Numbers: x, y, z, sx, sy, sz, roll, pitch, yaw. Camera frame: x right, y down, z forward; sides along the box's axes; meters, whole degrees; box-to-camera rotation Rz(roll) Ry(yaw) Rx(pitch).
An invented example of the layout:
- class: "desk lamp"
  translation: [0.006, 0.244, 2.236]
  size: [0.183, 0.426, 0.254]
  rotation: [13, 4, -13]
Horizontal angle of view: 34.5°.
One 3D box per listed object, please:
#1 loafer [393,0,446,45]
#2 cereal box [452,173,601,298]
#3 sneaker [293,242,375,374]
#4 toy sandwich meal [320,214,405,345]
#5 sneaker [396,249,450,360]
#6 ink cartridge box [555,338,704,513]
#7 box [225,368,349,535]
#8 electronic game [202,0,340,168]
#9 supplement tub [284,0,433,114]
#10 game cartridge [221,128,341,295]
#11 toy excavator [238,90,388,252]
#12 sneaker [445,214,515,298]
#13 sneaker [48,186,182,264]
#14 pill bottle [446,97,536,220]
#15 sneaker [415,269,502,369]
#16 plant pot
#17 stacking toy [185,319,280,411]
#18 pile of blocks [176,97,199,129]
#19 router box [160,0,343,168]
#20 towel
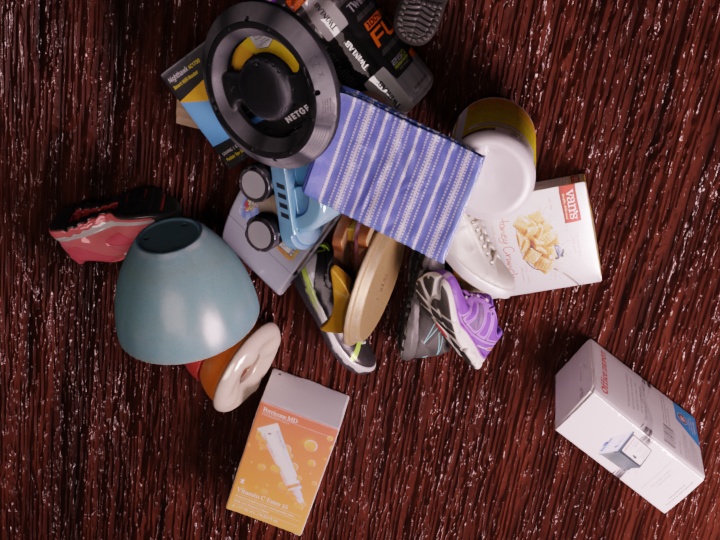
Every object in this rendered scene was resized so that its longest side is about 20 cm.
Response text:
- class: "loafer"
  translation: [0.090, -0.373, 1.413]
  size: [0.072, 0.071, 0.202]
  rotation: [26, 96, -9]
- class: "cereal box"
  translation: [0.216, -0.041, 1.559]
  size: [0.196, 0.040, 0.146]
  rotation: [-10, 111, 14]
- class: "sneaker"
  translation: [-0.019, 0.055, 1.622]
  size: [0.082, 0.072, 0.202]
  rotation: [-27, 108, 18]
- class: "toy sandwich meal"
  translation: [0.000, 0.000, 1.535]
  size: [0.069, 0.205, 0.208]
  rotation: [20, 116, 12]
- class: "sneaker"
  translation: [0.101, 0.034, 1.604]
  size: [0.078, 0.076, 0.203]
  rotation: [5, 122, -7]
- class: "ink cartridge box"
  translation: [0.366, 0.210, 1.589]
  size: [0.199, 0.147, 0.086]
  rotation: [36, 117, -7]
- class: "box"
  translation: [-0.108, 0.269, 1.718]
  size: [0.122, 0.098, 0.203]
  rotation: [19, 115, 0]
- class: "electronic game"
  translation: [-0.106, -0.215, 1.357]
  size: [0.197, 0.042, 0.203]
  rotation: [19, 125, 29]
- class: "supplement tub"
  translation: [-0.011, -0.275, 1.445]
  size: [0.122, 0.123, 0.200]
  rotation: [-36, 105, 22]
- class: "game cartridge"
  translation: [-0.100, -0.084, 1.569]
  size: [0.133, 0.041, 0.201]
  rotation: [40, 110, 7]
- class: "toy excavator"
  translation: [-0.046, -0.122, 1.444]
  size: [0.197, 0.100, 0.198]
  rotation: [3, 110, 29]
- class: "sneaker"
  translation: [0.142, -0.050, 1.505]
  size: [0.200, 0.073, 0.085]
  rotation: [43, 116, -7]
- class: "sneaker"
  translation: [-0.334, -0.057, 1.635]
  size: [0.196, 0.074, 0.088]
  rotation: [-9, 128, 15]
- class: "pill bottle"
  translation: [0.163, -0.146, 1.432]
  size: [0.107, 0.201, 0.111]
  rotation: [3, 115, 7]
- class: "sneaker"
  translation: [0.136, 0.049, 1.541]
  size: [0.083, 0.080, 0.200]
  rotation: [-45, 144, -7]
- class: "plant pot"
  translation: [-0.243, 0.010, 1.556]
  size: [0.196, 0.201, 0.137]
  rotation: [-2, 123, 10]
- class: "stacking toy"
  translation: [-0.226, 0.093, 1.663]
  size: [0.199, 0.146, 0.148]
  rotation: [34, 117, 14]
- class: "pile of blocks"
  translation: [-0.149, -0.234, 1.521]
  size: [0.197, 0.062, 0.083]
  rotation: [-8, 115, 22]
- class: "router box"
  translation: [-0.134, -0.232, 1.429]
  size: [0.198, 0.051, 0.150]
  rotation: [-25, 108, 41]
- class: "towel"
  translation: [0.034, -0.112, 1.359]
  size: [0.198, 0.024, 0.147]
  rotation: [27, 115, 11]
